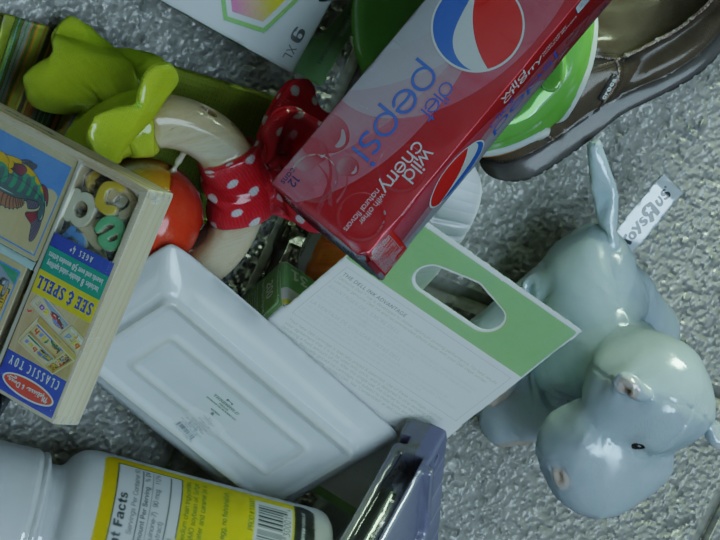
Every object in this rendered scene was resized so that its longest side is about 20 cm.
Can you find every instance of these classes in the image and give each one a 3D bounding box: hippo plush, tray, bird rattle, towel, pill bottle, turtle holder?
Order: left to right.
[{"bbox_3d":[-0.131,-0.080,1.587,0.199,0.018,0.086,15,102,-32],"label":"towel"},{"bbox_3d":[-0.125,0.167,1.601,0.199,0.114,0.115,16,101,-10],"label":"pill bottle"},{"bbox_3d":[-0.104,-0.052,1.562,0.199,0.113,0.163,19,117,-35],"label":"bird rattle"},{"bbox_3d":[-0.080,0.072,1.599,0.107,0.022,0.200,-31,125,25],"label":"tray"},{"bbox_3d":[0.060,-0.153,1.594,0.140,0.132,0.186,-25,76,4],"label":"turtle holder"},{"bbox_3d":[0.163,0.065,1.690,0.159,0.161,0.200,24,112,-43],"label":"hippo plush"}]

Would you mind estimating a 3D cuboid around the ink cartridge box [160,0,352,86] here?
[{"bbox_3d":[-0.060,-0.180,1.561,0.200,0.059,0.104,28,93,-33],"label":"ink cartridge box"}]

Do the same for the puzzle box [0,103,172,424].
[{"bbox_3d":[-0.204,-0.020,1.474,0.025,0.199,0.134,7,107,-61],"label":"puzzle box"}]

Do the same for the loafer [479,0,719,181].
[{"bbox_3d":[0.147,-0.134,1.679,0.200,0.073,0.071,-38,123,-10],"label":"loafer"}]

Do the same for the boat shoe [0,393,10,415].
[{"bbox_3d":[-0.221,0.066,1.534,0.070,0.066,0.200,26,116,-29],"label":"boat shoe"}]

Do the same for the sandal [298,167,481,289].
[{"bbox_3d":[-0.007,-0.003,1.663,0.079,0.059,0.207,23,118,-23],"label":"sandal"}]

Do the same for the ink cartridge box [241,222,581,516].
[{"bbox_3d":[0.008,0.044,1.623,0.145,0.048,0.200,34,120,-27],"label":"ink cartridge box"}]

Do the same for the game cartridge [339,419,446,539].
[{"bbox_3d":[0.002,0.197,1.598,0.200,0.038,0.130,-58,155,-44],"label":"game cartridge"}]

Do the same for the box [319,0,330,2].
[{"bbox_3d":[0.029,-0.256,1.475,0.200,0.049,0.160,-33,106,-30],"label":"box"}]

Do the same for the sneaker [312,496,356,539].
[{"bbox_3d":[-0.025,0.221,1.724,0.200,0.071,0.099,-48,118,-9],"label":"sneaker"}]

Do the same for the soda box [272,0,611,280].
[{"bbox_3d":[0.044,-0.096,1.486,0.200,0.070,0.063,-51,168,-2],"label":"soda box"}]
